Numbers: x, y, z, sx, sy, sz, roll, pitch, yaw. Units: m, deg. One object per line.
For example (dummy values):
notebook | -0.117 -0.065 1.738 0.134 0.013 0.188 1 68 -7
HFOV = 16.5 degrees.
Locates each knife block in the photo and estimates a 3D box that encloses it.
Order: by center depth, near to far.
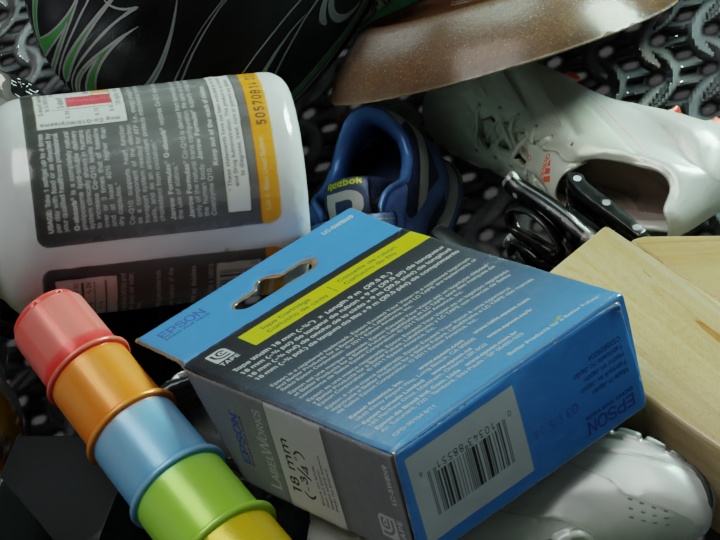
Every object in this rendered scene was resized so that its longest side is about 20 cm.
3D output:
knife block | 0.110 0.040 1.200 0.175 0.064 0.201 -2 48 3

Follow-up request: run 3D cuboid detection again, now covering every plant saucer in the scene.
plant saucer | 0.074 -0.137 1.362 0.199 0.037 0.200 -17 11 3

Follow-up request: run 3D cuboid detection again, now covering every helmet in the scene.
helmet | -0.093 -0.162 1.375 0.191 0.200 0.200 -43 39 20

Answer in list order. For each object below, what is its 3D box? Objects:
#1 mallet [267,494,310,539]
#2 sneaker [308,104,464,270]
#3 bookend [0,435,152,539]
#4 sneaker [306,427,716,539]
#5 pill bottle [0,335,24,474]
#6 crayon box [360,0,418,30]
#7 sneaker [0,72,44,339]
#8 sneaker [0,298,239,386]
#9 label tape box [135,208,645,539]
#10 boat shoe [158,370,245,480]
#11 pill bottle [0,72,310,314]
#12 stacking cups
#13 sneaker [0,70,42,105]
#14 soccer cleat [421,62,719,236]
mallet | 0.022 0.161 1.197 0.199 0.041 0.066 14 56 33
sneaker | 0.000 0.000 1.322 0.074 0.082 0.201 -7 51 22
bookend | -0.170 0.146 1.197 0.092 0.200 0.199 -1 51 28
sneaker | 0.067 0.126 1.156 0.199 0.075 0.087 -8 45 17
pill bottle | -0.239 0.118 1.327 0.109 0.109 0.201 -14 46 18
crayon box | -0.035 -0.195 1.539 0.199 0.058 0.119 -26 43 5
sneaker | -0.218 -0.028 1.500 0.083 0.071 0.201 -45 36 38
sneaker | -0.159 0.018 1.357 0.199 0.104 0.060 20 93 31
label tape box | 0.012 0.048 1.160 0.144 0.064 0.200 -32 30 -28
boat shoe | -0.009 0.077 1.235 0.199 0.060 0.076 -6 82 7
pill bottle | -0.130 -0.036 1.274 0.199 0.117 0.117 -6 43 -8
stacking cups | -0.097 0.087 1.158 0.060 0.061 0.200 -38 64 -8
sneaker | -0.175 -0.046 1.422 0.199 0.074 0.089 21 45 6
soccer cleat | 0.106 -0.066 1.329 0.199 0.070 0.078 16 43 35
